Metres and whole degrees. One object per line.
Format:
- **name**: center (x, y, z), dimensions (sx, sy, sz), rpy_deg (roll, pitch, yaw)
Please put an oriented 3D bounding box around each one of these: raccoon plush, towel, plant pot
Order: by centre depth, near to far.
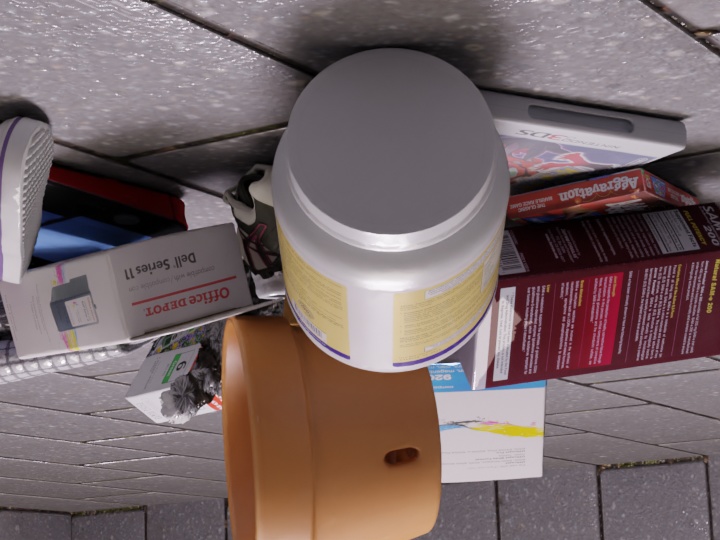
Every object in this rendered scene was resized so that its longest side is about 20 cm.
- **plant pot**: center (-0.023, 0.129, 1.338), dimensions (0.139, 0.201, 0.200), rpy_deg (-3, 169, -11)
- **towel**: center (-0.249, 0.035, 1.546), dimensions (0.165, 0.086, 0.200), rpy_deg (-13, -176, 13)
- **raccoon plush**: center (-0.086, 0.065, 1.692), dimensions (0.200, 0.097, 0.134), rpy_deg (-37, 149, 31)

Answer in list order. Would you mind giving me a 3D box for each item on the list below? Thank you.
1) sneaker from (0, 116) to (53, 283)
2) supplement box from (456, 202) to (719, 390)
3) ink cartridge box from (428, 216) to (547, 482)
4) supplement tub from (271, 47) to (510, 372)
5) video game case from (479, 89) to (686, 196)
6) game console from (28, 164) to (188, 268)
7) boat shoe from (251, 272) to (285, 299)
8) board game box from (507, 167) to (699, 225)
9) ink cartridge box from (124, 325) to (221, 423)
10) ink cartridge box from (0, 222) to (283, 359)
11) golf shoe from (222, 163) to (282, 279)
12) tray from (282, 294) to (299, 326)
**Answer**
- **sneaker**: center (-0.273, -0.054, 1.240), dimensions (0.114, 0.073, 0.201), rpy_deg (20, 152, -6)
- **supplement box**: center (0.173, 0.018, 1.352), dimensions (0.199, 0.061, 0.109), rpy_deg (-7, 130, -10)
- **ink cartridge box**: center (0.079, 0.066, 1.512), dimensions (0.144, 0.148, 0.200), rpy_deg (-2, 145, 3)
- **supplement tub**: center (0.019, -0.035, 1.141), dimensions (0.145, 0.146, 0.200), rpy_deg (-2, 156, 0)
- **video game case**: center (0.095, -0.079, 1.279), dimensions (0.182, 0.023, 0.200), rpy_deg (5, 166, -30)
- **game console**: center (-0.251, -0.039, 1.401), dimensions (0.199, 0.031, 0.176), rpy_deg (-12, 164, 39)
- **boat shoe**: center (-0.026, 0.011, 1.574), dimensions (0.072, 0.069, 0.200), rpy_deg (-8, 166, 27)
- **board game box**: center (0.188, -0.046, 1.382), dimensions (0.103, 0.020, 0.200), rpy_deg (-13, 171, 21)
- **ink cartridge box**: center (-0.138, 0.080, 1.776), dimensions (0.050, 0.109, 0.200), rpy_deg (41, 147, -25)
- **ink cartridge box**: center (-0.161, 0.013, 1.331), dimensions (0.117, 0.068, 0.200), rpy_deg (-16, -176, -41)
- **golf shoe**: center (-0.060, -0.044, 1.342), dimensions (0.088, 0.077, 0.200), rpy_deg (46, 169, -15)
- **tray**: center (0.000, 0.000, 1.382), dimensions (0.037, 0.099, 0.200), rpy_deg (8, 173, -28)
